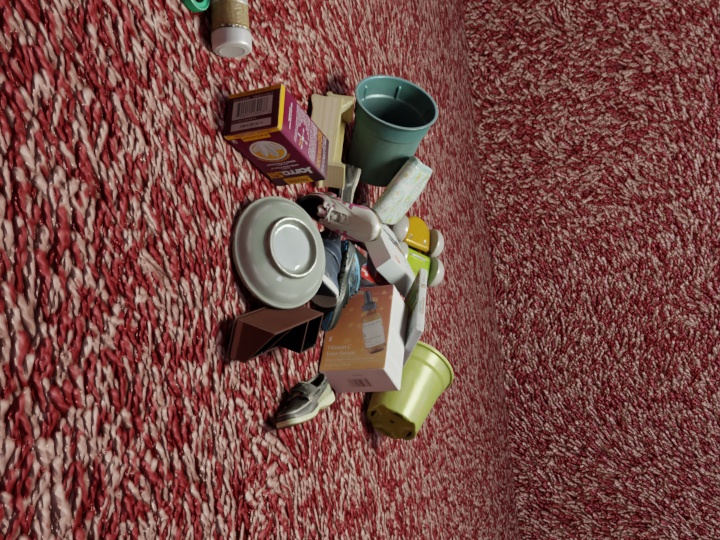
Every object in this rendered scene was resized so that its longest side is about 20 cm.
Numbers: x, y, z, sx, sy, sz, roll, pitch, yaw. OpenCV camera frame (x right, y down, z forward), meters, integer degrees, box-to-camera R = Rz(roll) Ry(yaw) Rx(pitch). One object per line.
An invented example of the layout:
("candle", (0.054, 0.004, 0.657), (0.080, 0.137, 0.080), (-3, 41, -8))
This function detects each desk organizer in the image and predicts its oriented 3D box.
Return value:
("desk organizer", (-0.142, 0.108, 1.214), (0.200, 0.076, 0.073), (-18, 124, -68))

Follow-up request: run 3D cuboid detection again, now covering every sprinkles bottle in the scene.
("sprinkles bottle", (-0.222, -0.467, 1.188), (0.068, 0.067, 0.204), (6, 79, -68))

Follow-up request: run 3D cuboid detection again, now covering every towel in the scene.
("towel", (0.101, -0.186, 1.687), (0.172, 0.048, 0.200), (-54, 169, 9))

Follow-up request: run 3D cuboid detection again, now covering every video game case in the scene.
("video game case", (0.109, 0.127, 1.622), (0.201, 0.022, 0.184), (112, -9, -45))

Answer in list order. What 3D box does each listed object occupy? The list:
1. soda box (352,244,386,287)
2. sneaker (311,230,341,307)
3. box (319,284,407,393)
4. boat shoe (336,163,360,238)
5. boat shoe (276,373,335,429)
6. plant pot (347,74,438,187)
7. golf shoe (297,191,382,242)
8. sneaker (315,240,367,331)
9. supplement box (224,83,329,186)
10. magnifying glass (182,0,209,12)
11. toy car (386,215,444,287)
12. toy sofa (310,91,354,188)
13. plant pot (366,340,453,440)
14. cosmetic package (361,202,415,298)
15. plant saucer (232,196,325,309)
("soda box", (0.000, 0.000, 1.656), (0.200, 0.062, 0.071), (29, 56, -64))
("sneaker", (-0.100, -0.043, 1.394), (0.203, 0.076, 0.148), (56, 30, -43))
("box", (0.010, 0.148, 1.525), (0.107, 0.150, 0.203), (57, 33, -50))
("boat shoe", (-0.046, -0.157, 1.607), (0.067, 0.056, 0.203), (118, -13, -58))
("boat shoe", (-0.108, 0.241, 1.319), (0.200, 0.071, 0.067), (-15, 88, -69))
("plant pot", (0.059, -0.319, 1.667), (0.198, 0.197, 0.202), (112, -3, -45))
("golf shoe", (-0.043, -0.104, 1.414), (0.091, 0.198, 0.074), (-6, 113, -48))
("sneaker", (-0.034, 0.039, 1.489), (0.082, 0.073, 0.203), (33, 65, -37))
("supplement box", (-0.146, -0.237, 1.272), (0.200, 0.108, 0.087), (41, 48, -60))
("magnifying glass", (-0.281, -0.513, 1.110), (0.080, 0.022, 0.203), (-55, 135, -59))
("toy car", (0.125, -0.039, 1.892), (0.173, 0.149, 0.203), (22, 55, -28))
("toy sofa", (-0.071, -0.285, 1.543), (0.083, 0.096, 0.203), (97, -1, -63))
("plant pot", (0.105, 0.301, 1.721), (0.185, 0.197, 0.202), (-59, 140, -38))
("cosmetic package", (0.060, -0.049, 1.702), (0.151, 0.051, 0.202), (41, 20, -46))
("plant saucer", (-0.129, -0.037, 1.237), (0.198, 0.050, 0.204), (14, 69, -40))
